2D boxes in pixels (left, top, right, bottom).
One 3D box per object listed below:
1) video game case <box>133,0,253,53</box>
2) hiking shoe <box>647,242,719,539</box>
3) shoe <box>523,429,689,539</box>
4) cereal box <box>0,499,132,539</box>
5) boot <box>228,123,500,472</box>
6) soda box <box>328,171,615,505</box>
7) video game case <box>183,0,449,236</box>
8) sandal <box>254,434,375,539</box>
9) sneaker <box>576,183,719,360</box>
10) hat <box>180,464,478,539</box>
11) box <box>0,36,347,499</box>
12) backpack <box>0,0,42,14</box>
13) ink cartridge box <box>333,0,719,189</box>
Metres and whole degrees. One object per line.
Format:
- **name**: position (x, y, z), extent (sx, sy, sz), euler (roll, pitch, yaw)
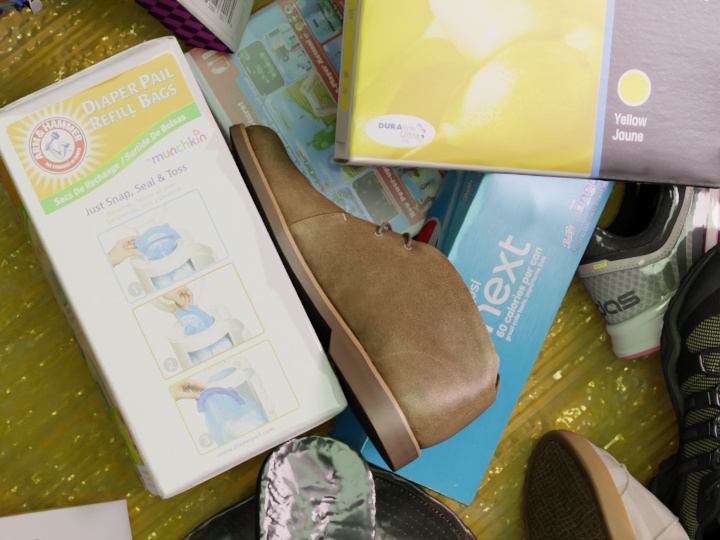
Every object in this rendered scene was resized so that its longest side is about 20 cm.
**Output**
- **video game case**: position (-0.086, -0.222, 1.181), extent (0.036, 0.200, 0.182), euler (10, 80, 21)
- **hiking shoe**: position (0.197, 0.082, 1.232), extent (0.076, 0.101, 0.200), euler (-5, 116, -19)
- **shoe**: position (0.135, 0.156, 1.225), extent (0.053, 0.200, 0.070), euler (13, 122, -30)
- **cereal box**: position (-0.144, 0.214, 1.174), extent (0.039, 0.144, 0.200), euler (-12, 85, 24)
- **boot**: position (0.000, 0.000, 1.204), extent (0.075, 0.074, 0.200), euler (-30, 66, -5)
- **soda box**: position (0.059, 0.012, 1.250), extent (0.068, 0.064, 0.200), euler (25, 87, -16)
- **video game case**: position (0.026, -0.100, 1.285), extent (0.200, 0.017, 0.143), euler (-31, 93, -10)
- **sandal**: position (-0.019, 0.178, 1.168), extent (0.075, 0.048, 0.201), euler (-4, 80, -14)
- **sneaker**: position (0.188, -0.046, 1.281), extent (0.200, 0.074, 0.087), euler (-41, 100, -4)
- **hat**: position (-0.014, 0.195, 1.231), extent (0.200, 0.081, 0.201), euler (0, 88, -10)
- **box**: position (-0.099, 0.000, 1.211), extent (0.101, 0.112, 0.200), euler (-25, 91, -9)
- **backpack**: position (-0.227, -0.175, 1.159), extent (0.200, 0.190, 0.154), euler (13, 85, -10)
- **ink cartridge box**: position (0.091, -0.145, 1.190), extent (0.197, 0.047, 0.201), euler (3, 96, -15)
